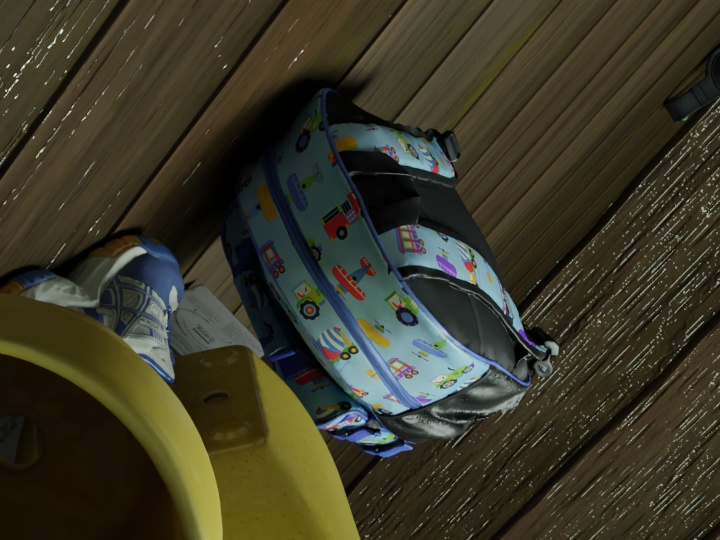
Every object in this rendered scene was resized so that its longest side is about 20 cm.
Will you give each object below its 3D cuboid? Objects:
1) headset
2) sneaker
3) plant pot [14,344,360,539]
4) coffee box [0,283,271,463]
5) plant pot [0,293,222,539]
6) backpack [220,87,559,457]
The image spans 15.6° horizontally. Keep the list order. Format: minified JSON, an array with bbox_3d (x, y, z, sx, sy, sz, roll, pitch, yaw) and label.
[{"bbox_3d":[0.436,-0.216,2.930,0.200,0.094,0.123,-35,178,28],"label":"headset"},{"bbox_3d":[-0.126,0.042,1.288,0.075,0.088,0.200,-49,173,21],"label":"sneaker"},{"bbox_3d":[-0.089,0.155,1.337,0.194,0.200,0.196,-12,-156,-2],"label":"plant pot"},{"bbox_3d":[-0.135,0.085,1.510,0.113,0.080,0.200,-47,172,19],"label":"coffee box"},{"bbox_3d":[-0.154,0.097,1.104,0.201,0.201,0.189,-45,-171,10],"label":"plant pot"},{"bbox_3d":[0.000,0.000,1.427,0.134,0.183,0.200,-29,162,13],"label":"backpack"}]
